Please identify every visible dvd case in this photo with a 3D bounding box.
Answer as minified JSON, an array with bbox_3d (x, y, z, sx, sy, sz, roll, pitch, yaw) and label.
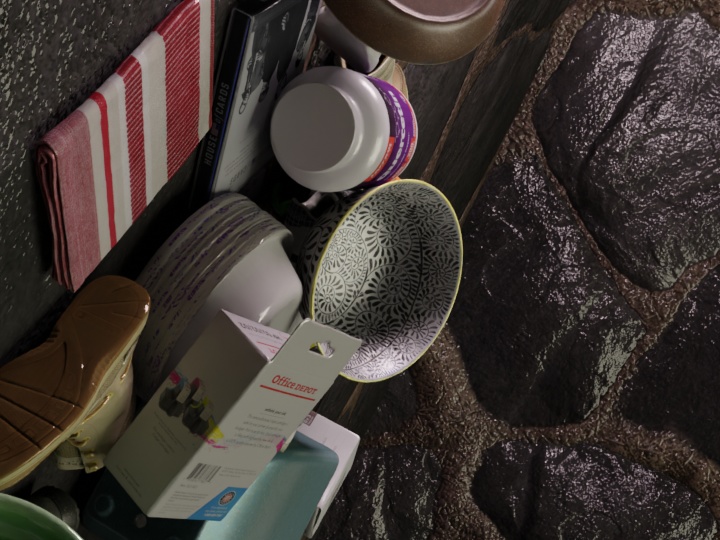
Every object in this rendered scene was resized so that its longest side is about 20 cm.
[{"bbox_3d":[-0.090,-0.161,1.003,0.150,0.025,0.201,-50,164,-53],"label":"dvd case"}]

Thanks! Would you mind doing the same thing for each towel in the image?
[{"bbox_3d":[-0.162,-0.098,0.806,0.201,0.023,0.145,-58,167,-38],"label":"towel"}]

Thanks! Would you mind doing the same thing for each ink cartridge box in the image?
[{"bbox_3d":[-0.101,0.106,0.923,0.200,0.068,0.115,-51,153,6],"label":"ink cartridge box"}]

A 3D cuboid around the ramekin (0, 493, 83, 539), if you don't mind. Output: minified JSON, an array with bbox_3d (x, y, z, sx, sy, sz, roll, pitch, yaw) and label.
[{"bbox_3d":[-0.258,0.252,0.721,0.201,0.199,0.098,-55,175,-38],"label":"ramekin"}]

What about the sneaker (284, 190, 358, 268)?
[{"bbox_3d":[0.007,-0.062,1.198,0.199,0.076,0.081,-23,129,-34],"label":"sneaker"}]

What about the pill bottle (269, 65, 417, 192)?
[{"bbox_3d":[-0.016,-0.131,1.061,0.113,0.112,0.200,-65,170,11],"label":"pill bottle"}]

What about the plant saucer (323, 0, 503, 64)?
[{"bbox_3d":[0.046,-0.272,0.935,0.201,0.200,0.034,-59,-162,-23],"label":"plant saucer"}]

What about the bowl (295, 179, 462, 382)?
[{"bbox_3d":[0.000,0.000,1.113,0.200,0.094,0.203,-17,116,-39],"label":"bowl"}]

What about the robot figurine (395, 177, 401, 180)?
[{"bbox_3d":[0.000,-0.059,1.457,0.200,0.116,0.145,-53,135,-46],"label":"robot figurine"}]

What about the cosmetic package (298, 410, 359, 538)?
[{"bbox_3d":[-0.114,0.206,1.314,0.113,0.199,0.081,-58,170,-38],"label":"cosmetic package"}]

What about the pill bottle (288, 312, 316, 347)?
[{"bbox_3d":[-0.105,0.058,1.228,0.115,0.114,0.200,-60,169,-17],"label":"pill bottle"}]

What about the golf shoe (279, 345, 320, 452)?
[{"bbox_3d":[-0.074,0.113,1.104,0.098,0.078,0.200,-52,180,5],"label":"golf shoe"}]

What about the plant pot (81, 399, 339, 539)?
[{"bbox_3d":[-0.166,0.222,1.143,0.197,0.195,0.200,-62,163,-6],"label":"plant pot"}]

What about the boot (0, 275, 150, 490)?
[{"bbox_3d":[-0.231,0.117,0.861,0.201,0.072,0.156,-58,171,-42],"label":"boot"}]

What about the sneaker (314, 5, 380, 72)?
[{"bbox_3d":[0.014,-0.246,1.040,0.089,0.075,0.200,-52,-172,-10],"label":"sneaker"}]

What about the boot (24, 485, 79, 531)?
[{"bbox_3d":[-0.307,0.279,0.931,0.130,0.067,0.202,-22,131,-68],"label":"boot"}]

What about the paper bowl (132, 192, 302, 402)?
[{"bbox_3d":[-0.129,0.040,1.016,0.201,0.104,0.201,-51,170,-12],"label":"paper bowl"}]

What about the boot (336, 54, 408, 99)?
[{"bbox_3d":[0.014,-0.215,1.266,0.156,0.071,0.201,92,13,-45],"label":"boot"}]

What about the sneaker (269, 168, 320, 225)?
[{"bbox_3d":[-0.069,-0.067,1.237,0.085,0.078,0.201,-19,137,-35],"label":"sneaker"}]
